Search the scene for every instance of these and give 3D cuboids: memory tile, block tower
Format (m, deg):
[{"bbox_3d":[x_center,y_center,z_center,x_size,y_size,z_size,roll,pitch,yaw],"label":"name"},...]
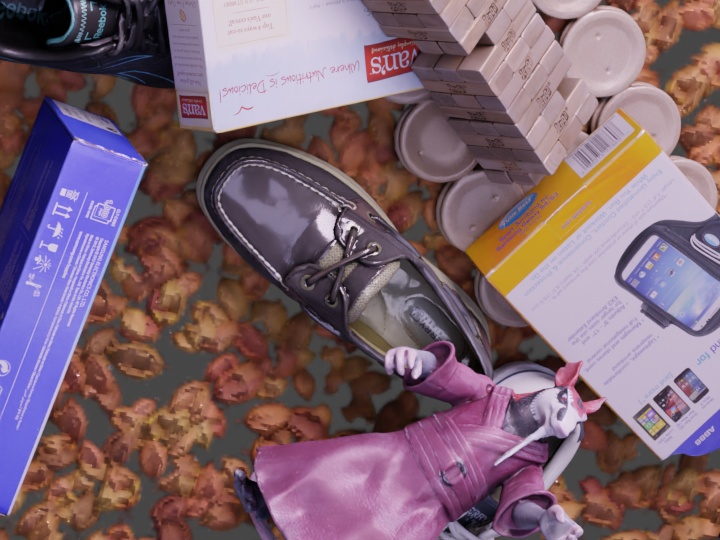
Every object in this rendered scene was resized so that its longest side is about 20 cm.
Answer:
[{"bbox_3d":[0.099,-0.077,1.489,0.153,0.017,0.200,-30,112,-5],"label":"memory tile"},{"bbox_3d":[0.051,-0.131,1.392,0.200,0.054,0.058,51,62,-35],"label":"block tower"}]

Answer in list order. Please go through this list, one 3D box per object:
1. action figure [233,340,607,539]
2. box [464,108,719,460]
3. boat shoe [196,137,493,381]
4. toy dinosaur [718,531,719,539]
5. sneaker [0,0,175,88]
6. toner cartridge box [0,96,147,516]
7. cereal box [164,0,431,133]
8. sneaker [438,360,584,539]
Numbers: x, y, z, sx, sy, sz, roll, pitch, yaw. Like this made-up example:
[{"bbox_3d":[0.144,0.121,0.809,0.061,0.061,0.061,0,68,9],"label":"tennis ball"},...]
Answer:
[{"bbox_3d":[0.043,0.114,1.441,0.200,0.149,0.134,-25,78,-7],"label":"action figure"},{"bbox_3d":[0.163,0.017,1.508,0.119,0.041,0.200,-43,123,3],"label":"box"},{"bbox_3d":[0.000,0.001,1.458,0.201,0.066,0.072,39,93,-22],"label":"boat shoe"},{"bbox_3d":[0.251,0.202,1.589,0.136,0.102,0.200,44,110,-7],"label":"toy dinosaur"},{"bbox_3d":[-0.124,-0.125,1.381,0.200,0.079,0.075,0,105,-17],"label":"sneaker"},{"bbox_3d":[-0.173,0.017,1.402,0.043,0.095,0.200,19,101,-19],"label":"toner cartridge box"},{"bbox_3d":[-0.037,-0.179,1.373,0.144,0.040,0.200,-14,105,-36],"label":"cereal box"},{"bbox_3d":[0.044,0.135,1.507,0.073,0.071,0.200,39,94,-22],"label":"sneaker"}]
